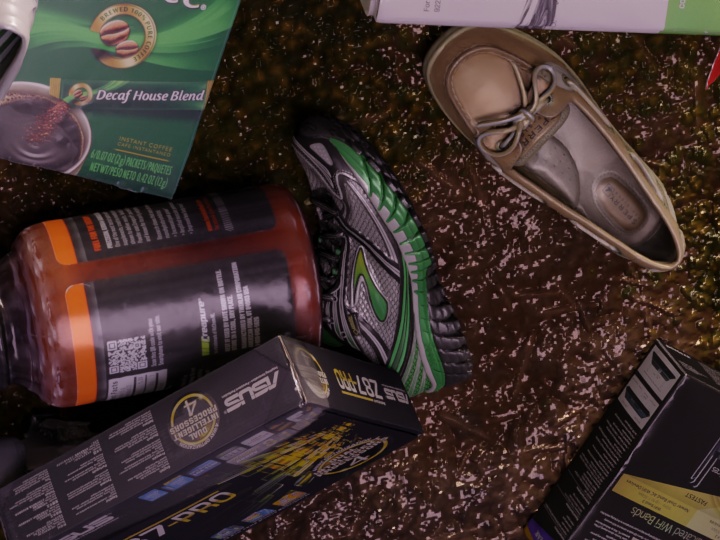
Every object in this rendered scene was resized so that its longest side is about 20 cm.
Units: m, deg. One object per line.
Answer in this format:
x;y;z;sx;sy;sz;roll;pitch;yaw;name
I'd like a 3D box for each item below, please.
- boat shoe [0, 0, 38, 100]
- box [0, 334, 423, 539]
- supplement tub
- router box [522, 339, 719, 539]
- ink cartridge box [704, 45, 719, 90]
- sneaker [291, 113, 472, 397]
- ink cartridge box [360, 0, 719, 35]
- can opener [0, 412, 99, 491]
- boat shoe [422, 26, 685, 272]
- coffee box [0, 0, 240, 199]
-0.236;-0.080;1.282;0.073;0.067;0.200;21;124;-25;boat shoe
-0.084;0.109;1.385;0.200;0.049;0.161;-29;158;17;box
-0.127;0.017;1.368;0.199;0.107;0.107;-9;117;-14;supplement tub
0.230;0.155;1.582;0.200;0.052;0.158;27;105;-27;router box
0.259;-0.199;1.364;0.050;0.161;0.201;21;109;12;ink cartridge box
0.000;0.000;1.418;0.085;0.078;0.201;-24;120;-5;sneaker
0.096;-0.190;1.303;0.199;0.146;0.084;2;115;-10;ink cartridge box
-0.215;0.116;1.375;0.200;0.053;0.067;0;108;-48;can opener
0.118;-0.071;1.430;0.073;0.063;0.201;-43;120;5;boat shoe
-0.130;-0.147;1.323;0.123;0.044;0.201;14;110;-23;coffee box
